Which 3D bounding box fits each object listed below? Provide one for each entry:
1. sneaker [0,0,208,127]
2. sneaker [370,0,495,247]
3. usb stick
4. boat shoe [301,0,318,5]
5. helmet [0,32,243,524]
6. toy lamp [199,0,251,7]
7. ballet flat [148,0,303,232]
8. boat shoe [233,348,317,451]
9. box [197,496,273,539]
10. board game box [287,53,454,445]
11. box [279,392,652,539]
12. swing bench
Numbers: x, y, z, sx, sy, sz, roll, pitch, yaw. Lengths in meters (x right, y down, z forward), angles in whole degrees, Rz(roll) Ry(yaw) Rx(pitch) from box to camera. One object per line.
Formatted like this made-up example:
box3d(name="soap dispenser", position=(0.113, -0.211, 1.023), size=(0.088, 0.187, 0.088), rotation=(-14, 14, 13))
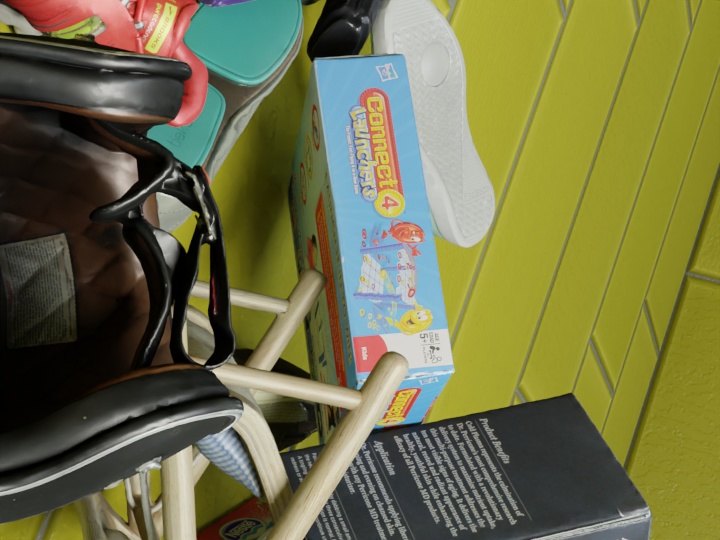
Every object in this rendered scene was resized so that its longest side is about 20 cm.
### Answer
box3d(name="sneaker", position=(-0.118, -0.130, 0.712), size=(0.200, 0.085, 0.077), rotation=(60, 47, -64))
box3d(name="sneaker", position=(0.016, -0.108, 1.076), size=(0.074, 0.118, 0.201), rotation=(-44, 134, -30))
box3d(name="usb stick", position=(0.007, -0.200, 1.007), size=(0.055, 0.033, 0.200), rotation=(-46, -163, 41))
box3d(name="boat shoe", position=(-0.006, -0.257, 0.952), size=(0.073, 0.062, 0.200), rotation=(-11, 116, -72))
box3d(name="helmet", position=(-0.152, 0.004, 0.569), size=(0.190, 0.200, 0.200), rotation=(-7, 120, -22))
box3d(name="toy lamp", position=(-0.015, -0.208, 0.896), size=(0.200, 0.058, 0.058), rotation=(-35, 142, -28))
box3d(name="ballet flat", position=(-0.091, -0.094, 0.864), size=(0.064, 0.067, 0.200), rotation=(-52, -171, 45))
box3d(name="boat shoe", position=(-0.069, 0.093, 1.050), size=(0.065, 0.073, 0.200), rotation=(-64, 157, 2))
box3d(name="box", position=(-0.069, 0.234, 1.096), size=(0.200, 0.100, 0.096), rotation=(-21, 124, -66))
box3d(name="board game box", position=(0.000, 0.000, 0.959), size=(0.196, 0.056, 0.200), rotation=(111, -27, -69))
box3d(name="box", position=(0.057, 0.202, 0.945), size=(0.124, 0.196, 0.200), rotation=(-116, -159, -53))
box3d(name="swing bench", position=(-0.082, 0.102, 0.799), size=(0.199, 0.130, 0.200), rotation=(-141, -115, -71))
